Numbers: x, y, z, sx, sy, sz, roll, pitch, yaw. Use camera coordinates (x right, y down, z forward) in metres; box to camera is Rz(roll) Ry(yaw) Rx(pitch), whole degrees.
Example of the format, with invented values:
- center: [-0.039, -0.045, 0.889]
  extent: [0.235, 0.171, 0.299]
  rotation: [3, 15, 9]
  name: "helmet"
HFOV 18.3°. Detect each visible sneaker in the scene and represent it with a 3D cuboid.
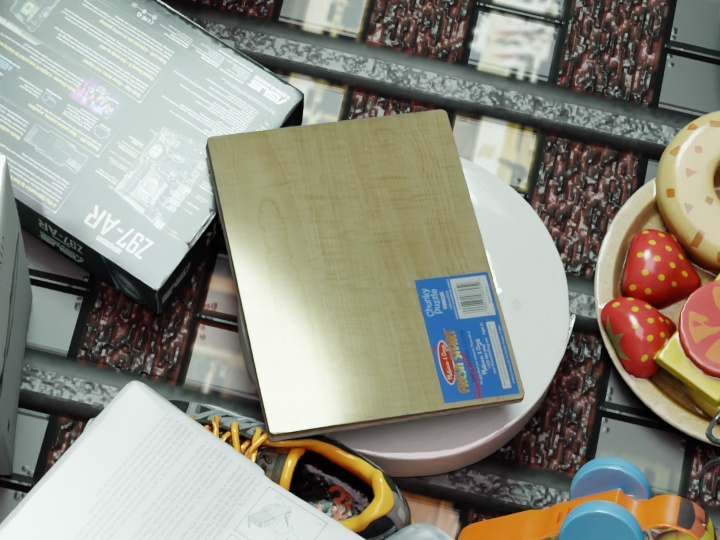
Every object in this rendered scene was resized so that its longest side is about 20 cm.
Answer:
- center: [-0.063, 0.114, 1.269]
  extent: [0.198, 0.077, 0.079]
  rotation: [13, 69, 3]
  name: "sneaker"

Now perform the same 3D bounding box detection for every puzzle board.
- center: [0.000, 0.000, 1.298]
  extent: [0.149, 0.017, 0.201]
  rotation: [-7, 61, -13]
  name: "puzzle board"

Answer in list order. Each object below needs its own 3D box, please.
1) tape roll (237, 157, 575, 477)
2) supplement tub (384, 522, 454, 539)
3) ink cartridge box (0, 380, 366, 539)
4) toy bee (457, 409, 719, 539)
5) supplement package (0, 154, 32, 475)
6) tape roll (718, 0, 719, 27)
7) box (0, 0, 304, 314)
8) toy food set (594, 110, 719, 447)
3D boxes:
- center: [0.026, 0.023, 1.333]
  extent: [0.201, 0.037, 0.205]
  rotation: [2, 67, -4]
  name: "tape roll"
- center: [-0.015, 0.235, 1.197]
  extent: [0.199, 0.123, 0.123]
  rotation: [-31, 73, -16]
  name: "supplement tub"
- center: [-0.109, 0.177, 1.158]
  extent: [0.176, 0.045, 0.200]
  rotation: [33, 53, 10]
  name: "ink cartridge box"
- center: [0.154, 0.163, 1.237]
  extent: [0.109, 0.199, 0.131]
  rotation: [58, 44, -14]
  name: "toy bee"
- center: [-0.248, 0.025, 1.224]
  extent: [0.116, 0.200, 0.118]
  rotation: [5, 68, -2]
  name: "supplement package"
- center: [0.329, -0.162, 1.381]
  extent: [0.198, 0.085, 0.201]
  rotation: [8, 57, -12]
  name: "tape roll"
- center: [-0.158, -0.092, 1.363]
  extent: [0.199, 0.044, 0.161]
  rotation: [32, 69, 9]
  name: "box"
- center: [0.241, 0.014, 1.346]
  extent: [0.197, 0.049, 0.200]
  rotation: [36, 69, 10]
  name: "toy food set"
